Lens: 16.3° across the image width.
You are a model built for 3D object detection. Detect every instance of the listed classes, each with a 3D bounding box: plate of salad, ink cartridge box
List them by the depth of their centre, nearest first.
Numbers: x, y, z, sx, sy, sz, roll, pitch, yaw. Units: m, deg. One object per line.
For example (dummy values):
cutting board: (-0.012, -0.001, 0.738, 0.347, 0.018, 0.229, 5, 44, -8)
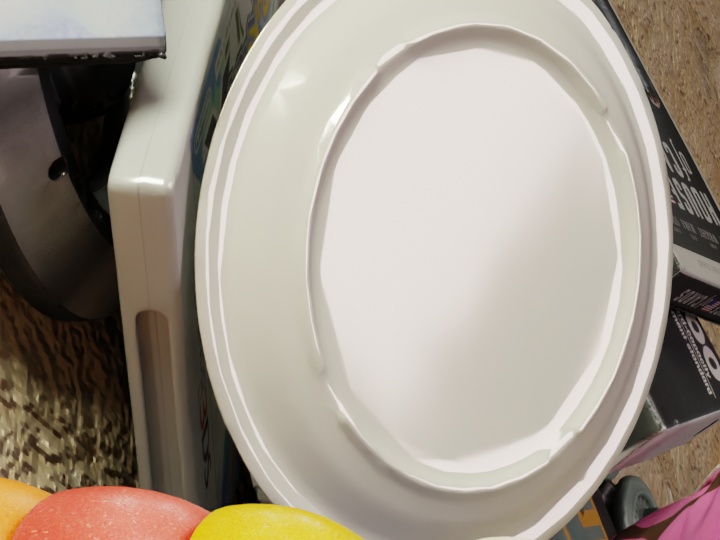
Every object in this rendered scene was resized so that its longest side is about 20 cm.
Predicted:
plate of salad: (0.023, -0.005, 0.778, 0.199, 0.048, 0.202, -3, 95, -40)
ink cartridge box: (0.091, -0.018, 1.056, 0.199, 0.043, 0.200, 63, 16, 8)

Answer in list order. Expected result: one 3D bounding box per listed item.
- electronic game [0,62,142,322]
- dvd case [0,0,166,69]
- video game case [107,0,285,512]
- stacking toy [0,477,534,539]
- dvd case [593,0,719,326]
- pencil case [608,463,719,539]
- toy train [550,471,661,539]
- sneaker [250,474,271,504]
electronic game: (-0.093, -0.085, 0.770, 0.200, 0.041, 0.202, -5, 90, -77)
dvd case: (-0.121, -0.151, 0.655, 0.142, 0.017, 0.202, -7, 90, -44)
video game case: (-0.046, -0.022, 0.817, 0.201, 0.022, 0.183, -80, 172, -48)
stacking toy: (-0.031, 0.104, 0.599, 0.146, 0.198, 0.147, -10, 90, -72)
dvd case: (0.101, -0.073, 1.059, 0.201, 0.025, 0.150, 63, 17, 16)
pencil case: (0.102, 0.141, 0.994, 0.090, 0.200, 0.094, 14, 50, -48)
toy train: (0.072, 0.093, 1.106, 0.201, 0.085, 0.114, 68, 29, -24)
sneaker: (0.000, 0.000, 0.864, 0.081, 0.076, 0.202, 108, -10, -73)
